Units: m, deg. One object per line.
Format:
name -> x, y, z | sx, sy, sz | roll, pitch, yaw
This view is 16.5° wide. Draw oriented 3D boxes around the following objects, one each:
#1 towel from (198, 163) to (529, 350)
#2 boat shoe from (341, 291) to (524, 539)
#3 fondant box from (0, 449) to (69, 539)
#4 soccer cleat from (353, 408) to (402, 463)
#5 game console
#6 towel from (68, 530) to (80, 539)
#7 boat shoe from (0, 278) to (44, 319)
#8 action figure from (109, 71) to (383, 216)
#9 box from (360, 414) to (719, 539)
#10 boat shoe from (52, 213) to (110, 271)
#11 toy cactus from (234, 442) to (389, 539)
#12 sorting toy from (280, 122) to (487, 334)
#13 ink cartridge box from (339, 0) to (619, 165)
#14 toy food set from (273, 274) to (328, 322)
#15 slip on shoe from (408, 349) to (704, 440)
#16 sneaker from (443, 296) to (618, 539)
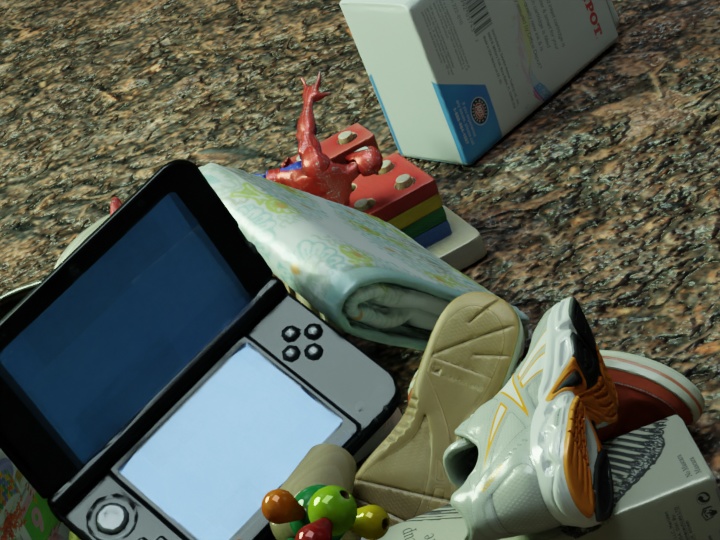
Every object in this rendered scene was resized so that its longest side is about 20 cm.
towel -> 0.000, 0.000, 1.627 | 0.171, 0.200, 0.048 | 34, 100, 40
boat shoe -> 0.050, 0.114, 1.478 | 0.071, 0.069, 0.201 | 26, 87, 25
fondant box -> -0.250, 0.125, 1.571 | 0.058, 0.201, 0.145 | -12, 29, 23
soccer cleat -> -0.058, 0.132, 1.580 | 0.199, 0.086, 0.070 | -31, 55, 26
game console -> -0.105, 0.070, 1.465 | 0.176, 0.117, 0.200 | 37, 72, 26
towel -> -0.154, 0.134, 1.587 | 0.086, 0.018, 0.201 | -28, 44, 31
boat shoe -> -0.179, 0.030, 1.689 | 0.201, 0.061, 0.072 | -16, 42, 40
action figure -> -0.077, -0.072, 1.785 | 0.199, 0.065, 0.099 | -13, 45, 16
box -> 0.106, 0.159, 1.395 | 0.199, 0.069, 0.082 | -22, 25, 0
boat shoe -> -0.198, 0.039, 1.822 | 0.072, 0.076, 0.200 | 17, 63, 39
toy cactus -> -0.032, 0.165, 1.394 | 0.102, 0.201, 0.165 | 21, 44, 4
sorting toy -> -0.041, -0.026, 1.833 | 0.198, 0.070, 0.200 | -28, 28, -12
ink cartridge box -> 0.098, -0.198, 1.958 | 0.200, 0.145, 0.084 | -39, 31, -30
toy food set -> -0.097, 0.047, 1.682 | 0.143, 0.060, 0.201 | -31, 41, 14
slip on shoe -> 0.117, 0.090, 1.524 | 0.199, 0.074, 0.061 | -4, 55, 28
sneaker -> 0.091, 0.083, 1.398 | 0.092, 0.076, 0.200 | -19, 21, 17
